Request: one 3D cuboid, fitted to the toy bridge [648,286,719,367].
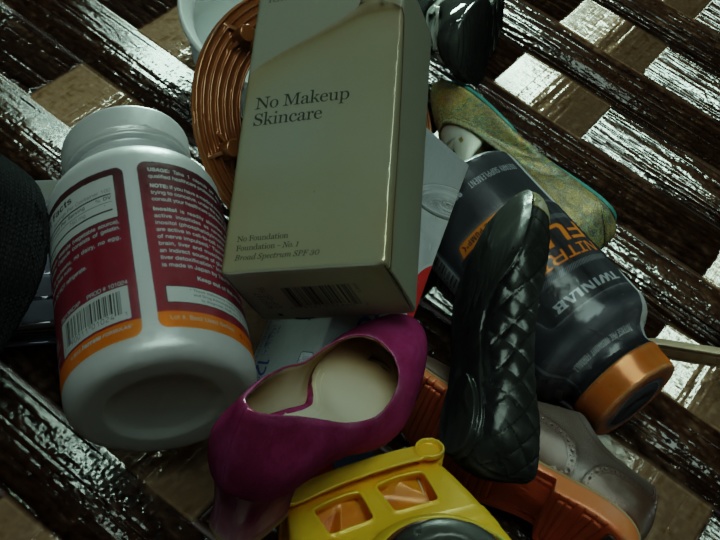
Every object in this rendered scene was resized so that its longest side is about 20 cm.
[{"bbox_3d":[0.286,0.034,0.829,0.198,0.027,0.068,-15,54,-1],"label":"toy bridge"}]

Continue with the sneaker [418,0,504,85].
[{"bbox_3d":[0.071,-0.207,0.969,0.088,0.075,0.200,8,20,10],"label":"sneaker"}]

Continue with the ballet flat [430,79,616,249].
[{"bbox_3d":[0.113,-0.078,0.898,0.071,0.071,0.200,-33,65,-34],"label":"ballet flat"}]

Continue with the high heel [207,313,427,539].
[{"bbox_3d":[-0.013,0.057,0.607,0.067,0.096,0.200,34,43,21],"label":"high heel"}]

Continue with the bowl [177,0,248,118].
[{"bbox_3d":[-0.052,-0.174,0.913,0.199,0.091,0.202,7,50,-8],"label":"bowl"}]

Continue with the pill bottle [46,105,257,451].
[{"bbox_3d":[-0.133,-0.001,0.694,0.112,0.113,0.201,-3,53,-17],"label":"pill bottle"}]

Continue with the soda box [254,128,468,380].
[{"bbox_3d":[0.000,0.000,0.740,0.068,0.063,0.201,36,66,-37],"label":"soda box"}]

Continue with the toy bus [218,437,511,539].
[{"bbox_3d":[-0.020,0.172,0.621,0.199,0.136,0.192,-15,43,-22],"label":"toy bus"}]

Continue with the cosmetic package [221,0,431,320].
[{"bbox_3d":[-0.016,-0.076,0.692,0.103,0.073,0.202,-5,64,16],"label":"cosmetic package"}]

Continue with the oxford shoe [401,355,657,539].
[{"bbox_3d":[0.101,0.113,0.734,0.200,0.072,0.073,38,47,13],"label":"oxford shoe"}]

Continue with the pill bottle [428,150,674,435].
[{"bbox_3d":[0.127,0.018,0.791,0.106,0.107,0.200,-24,61,-30],"label":"pill bottle"}]

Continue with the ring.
[{"bbox_3d":[-0.026,-0.104,0.794,0.199,0.019,0.202,8,76,-34],"label":"ring"}]

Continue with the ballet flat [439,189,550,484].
[{"bbox_3d":[0.091,0.038,0.704,0.057,0.066,0.201,27,58,-22],"label":"ballet flat"}]

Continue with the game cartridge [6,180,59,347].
[{"bbox_3d":[-0.244,-0.005,0.763,0.198,0.039,0.130,-3,48,-17],"label":"game cartridge"}]

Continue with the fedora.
[{"bbox_3d":[-0.244,-0.007,0.665,0.091,0.200,0.202,25,40,-38],"label":"fedora"}]
